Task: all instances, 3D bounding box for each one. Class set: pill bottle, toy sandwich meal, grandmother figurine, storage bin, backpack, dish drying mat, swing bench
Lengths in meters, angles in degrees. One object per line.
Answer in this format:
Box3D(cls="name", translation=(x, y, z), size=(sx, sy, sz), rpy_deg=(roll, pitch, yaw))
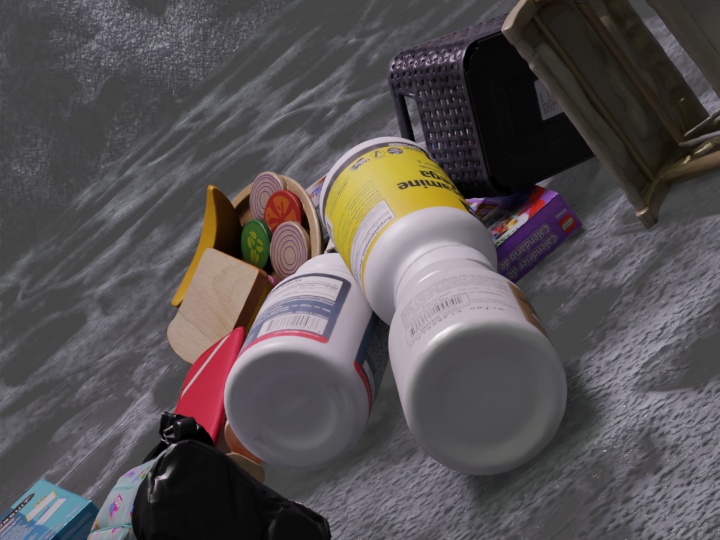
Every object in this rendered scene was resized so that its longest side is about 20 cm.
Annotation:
Box3D(cls="pill bottle", translation=(-0.036, 0.069, 1.727), size=(0.119, 0.120, 0.200), rpy_deg=(-32, 15, 23))
Box3D(cls="toy sandwich meal", translation=(-0.112, 0.004, 1.922), size=(0.205, 0.070, 0.207), rpy_deg=(-20, 64, 47))
Box3D(cls="grandmother figurine", translation=(-0.114, 0.138, 1.826), size=(0.121, 0.061, 0.200), rpy_deg=(-46, 16, -7))
Box3D(cls="storage bin", translation=(0.131, -0.150, 1.817), size=(0.093, 0.136, 0.199), rpy_deg=(-3, 16, 46))
Box3D(cls="backpack", translation=(-0.129, 0.199, 1.506), size=(0.127, 0.167, 0.200), rpy_deg=(-51, 12, -24))
Box3D(cls="dish drying mat", translation=(-0.142, 0.130, 1.774), size=(0.077, 0.018, 0.201), rpy_deg=(-36, 23, 31))
Box3D(cls="pill bottle", translation=(0.045, -0.019, 1.674), size=(0.112, 0.113, 0.200), rpy_deg=(-38, 34, 4))
Box3D(cls="swing bench", translation=(0.251, -0.176, 1.602), size=(0.199, 0.199, 0.130), rpy_deg=(-28, 17, 33))
Box3D(cls="pill bottle", translation=(0.078, 0.060, 1.482), size=(0.114, 0.115, 0.200), rpy_deg=(-37, 15, 6))

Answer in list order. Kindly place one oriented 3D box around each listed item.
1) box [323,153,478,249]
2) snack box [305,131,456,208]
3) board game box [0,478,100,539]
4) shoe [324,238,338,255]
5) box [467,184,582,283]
Box3D(cls="box", translation=(0.019, -0.043, 1.980), size=(0.158, 0.051, 0.200), rpy_deg=(-42, 5, -28))
Box3D(cls="snack box", translation=(0.040, -0.105, 2.075), size=(0.199, 0.024, 0.072), rpy_deg=(-19, -6, -27))
Box3D(cls="board game box", translation=(-0.319, 0.274, 1.943), size=(0.151, 0.047, 0.200), rpy_deg=(-43, 15, -16))
Box3D(cls="shoe", translation=(0.000, 0.000, 1.827), size=(0.053, 0.070, 0.201), rpy_deg=(-61, -10, -60))
Box3D(cls="box", translation=(0.105, -0.022, 1.813), size=(0.137, 0.039, 0.200), rpy_deg=(-41, 14, -3))
